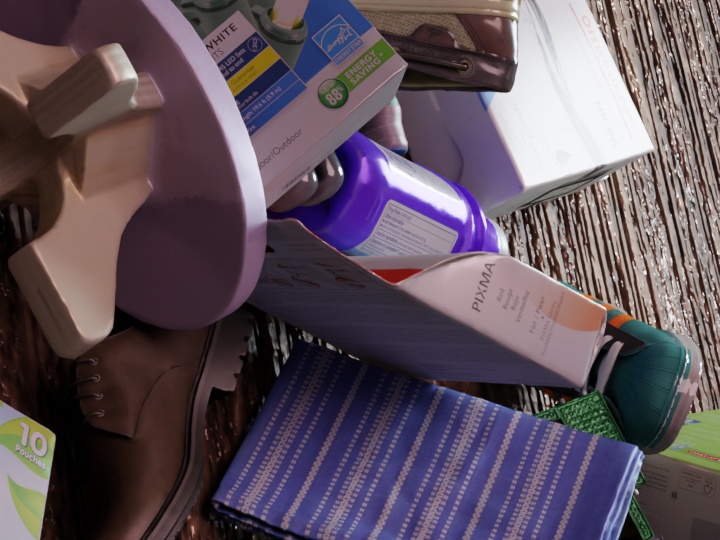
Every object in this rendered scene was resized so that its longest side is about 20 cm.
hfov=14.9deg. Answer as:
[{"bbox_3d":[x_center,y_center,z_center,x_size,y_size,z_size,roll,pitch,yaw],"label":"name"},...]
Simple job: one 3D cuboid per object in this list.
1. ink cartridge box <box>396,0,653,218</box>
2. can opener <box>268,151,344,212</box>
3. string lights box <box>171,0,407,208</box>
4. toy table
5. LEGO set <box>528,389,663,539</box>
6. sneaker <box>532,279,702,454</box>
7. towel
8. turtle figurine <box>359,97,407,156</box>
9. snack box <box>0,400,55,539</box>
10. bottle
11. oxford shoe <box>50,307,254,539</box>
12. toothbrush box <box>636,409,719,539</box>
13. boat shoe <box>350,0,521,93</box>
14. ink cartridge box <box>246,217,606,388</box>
[{"bbox_3d":[0.105,-0.103,1.676,0.200,0.068,0.117,-18,83,-54],"label":"ink cartridge box"},{"bbox_3d":[-0.056,-0.131,1.389,0.053,0.067,0.201,-14,75,-59],"label":"can opener"},{"bbox_3d":[-0.083,-0.133,1.337,0.103,0.059,0.200,-41,84,-15],"label":"string lights box"},{"bbox_3d":[-0.138,-0.055,1.248,0.200,0.184,0.117,50,33,10],"label":"toy table"},{"bbox_3d":[0.094,0.168,1.482,0.153,0.116,0.201,-28,75,-26],"label":"LEGO set"},{"bbox_3d":[0.125,0.050,1.539,0.079,0.200,0.072,19,94,-17],"label":"sneaker"},{"bbox_3d":[0.037,0.106,1.394,0.199,0.024,0.145,18,40,9],"label":"towel"},{"bbox_3d":[-0.021,-0.164,1.541,0.149,0.100,0.202,5,73,-37],"label":"turtle figurine"},{"bbox_3d":[-0.221,0.087,1.117,0.200,0.053,0.143,35,42,-34],"label":"snack box"},{"bbox_3d":[0.017,-0.029,1.502,0.200,0.083,0.066,24,93,-59],"label":"bottle"},{"bbox_3d":[-0.116,0.082,1.299,0.084,0.073,0.201,29,42,-16],"label":"oxford shoe"},{"bbox_3d":[0.235,0.141,1.598,0.199,0.145,0.087,-6,107,-52],"label":"toothbrush box"},{"bbox_3d":[-0.013,-0.114,1.444,0.072,0.199,0.067,45,42,-75],"label":"boat shoe"},{"bbox_3d":[0.000,0.000,1.377,0.199,0.162,0.050,32,71,-33],"label":"ink cartridge box"}]
